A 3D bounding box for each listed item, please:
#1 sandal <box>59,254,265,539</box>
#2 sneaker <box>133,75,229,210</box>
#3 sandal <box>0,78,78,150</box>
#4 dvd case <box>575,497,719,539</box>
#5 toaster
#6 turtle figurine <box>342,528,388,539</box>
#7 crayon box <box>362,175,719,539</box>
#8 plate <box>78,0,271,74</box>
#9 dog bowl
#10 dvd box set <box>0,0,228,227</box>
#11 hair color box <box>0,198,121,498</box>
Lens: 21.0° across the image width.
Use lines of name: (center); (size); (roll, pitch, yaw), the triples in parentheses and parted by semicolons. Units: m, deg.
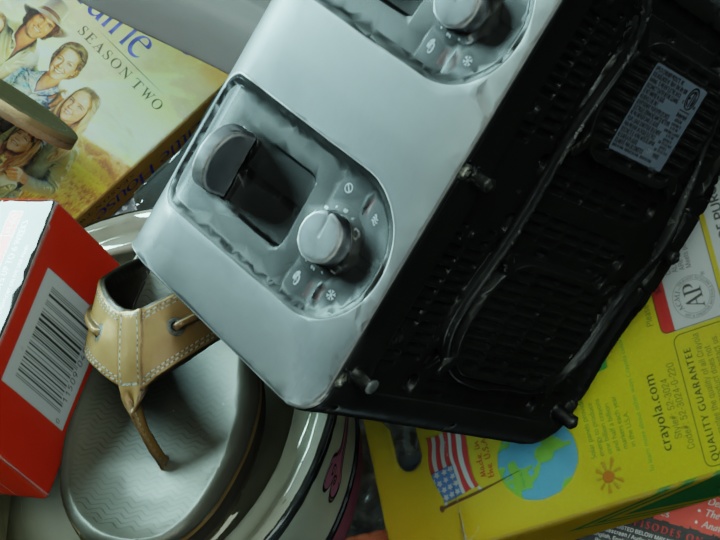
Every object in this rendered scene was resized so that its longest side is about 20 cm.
sandal: (-0.067, 0.014, 0.732); (0.081, 0.055, 0.201); (4, 60, 30)
sneaker: (0.000, 0.000, 0.855); (0.200, 0.075, 0.106); (46, 108, -2)
sandal: (-0.217, -0.079, 0.851); (0.211, 0.078, 0.070); (33, 95, 20)
dvd case: (0.137, 0.041, 0.789); (0.145, 0.022, 0.202); (14, 92, 11)
toaster: (0.043, -0.044, 0.663); (0.118, 0.199, 0.182); (38, 103, 31)
turtle figurine: (-0.010, 0.212, 0.777); (0.199, 0.064, 0.162); (-37, 74, -4)
crayon box: (0.095, 0.030, 0.745); (0.198, 0.051, 0.128); (-19, 70, 20)
plate: (0.007, -0.159, 0.799); (0.199, 0.032, 0.201); (27, 73, 6)
dog bowl: (-0.086, 0.076, 0.784); (0.198, 0.074, 0.202); (-14, 52, 18)
dvd box set: (-0.156, -0.083, 0.895); (0.200, 0.029, 0.146); (-42, 76, -12)
hair color box: (-0.199, 0.028, 0.789); (0.198, 0.061, 0.102); (0, 58, 32)
